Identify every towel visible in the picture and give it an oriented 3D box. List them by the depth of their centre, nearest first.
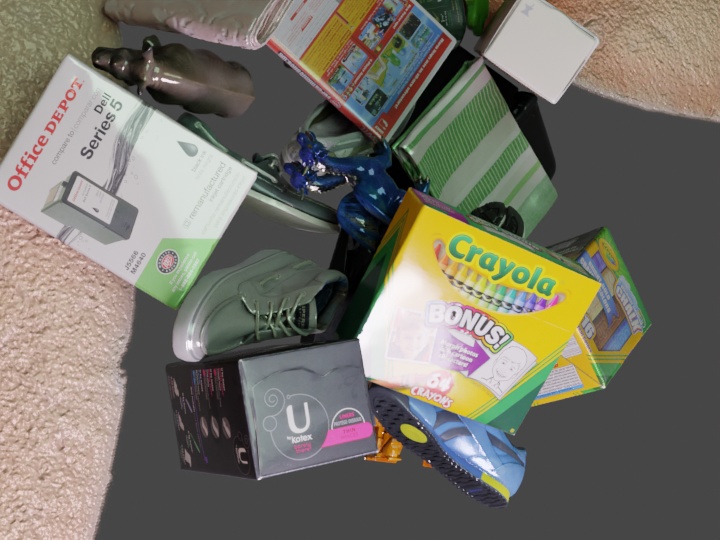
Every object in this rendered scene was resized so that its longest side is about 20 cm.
[{"bbox_3d":[-0.122,-0.293,1.172,0.192,0.199,0.032,-57,141,-22],"label":"towel"},{"bbox_3d":[0.125,-0.101,1.285,0.153,0.023,0.201,-50,124,-23],"label":"towel"}]

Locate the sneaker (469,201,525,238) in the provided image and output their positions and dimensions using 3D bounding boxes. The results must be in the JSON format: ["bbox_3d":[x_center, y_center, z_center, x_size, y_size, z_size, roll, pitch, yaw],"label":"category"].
[{"bbox_3d":[0.081,0.012,1.238,0.199,0.079,0.074,-32,71,1],"label":"sneaker"}]

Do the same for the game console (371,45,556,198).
[{"bbox_3d":[0.103,-0.118,1.360,0.200,0.116,0.177,-49,137,-22],"label":"game console"}]

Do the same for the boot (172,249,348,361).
[{"bbox_3d":[-0.085,0.034,1.143,0.200,0.095,0.074,-41,137,-55],"label":"boot"}]

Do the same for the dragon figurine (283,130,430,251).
[{"bbox_3d":[0.016,-0.061,1.177,0.200,0.059,0.099,46,50,-2],"label":"dragon figurine"}]

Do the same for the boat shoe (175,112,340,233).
[{"bbox_3d":[-0.101,-0.093,1.220,0.199,0.073,0.062,23,79,-19],"label":"boat shoe"}]

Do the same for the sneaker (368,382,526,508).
[{"bbox_3d":[0.089,0.154,1.237,0.200,0.066,0.079,40,62,-21],"label":"sneaker"}]

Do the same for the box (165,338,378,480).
[{"bbox_3d":[-0.086,0.125,1.133,0.121,0.200,0.107,-9,88,-27],"label":"box"}]

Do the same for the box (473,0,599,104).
[{"bbox_3d":[0.179,-0.236,1.295,0.095,0.200,0.078,34,101,-3],"label":"box"}]

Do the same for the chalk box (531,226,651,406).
[{"bbox_3d":[0.221,0.043,1.329,0.200,0.124,0.125,-36,102,-50],"label":"chalk box"}]

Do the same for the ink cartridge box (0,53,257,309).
[{"bbox_3d":[-0.216,-0.079,1.117,0.199,0.084,0.146,31,87,-12],"label":"ink cartridge box"}]

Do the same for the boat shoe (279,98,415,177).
[{"bbox_3d":[-0.003,-0.159,1.259,0.074,0.065,0.202,44,51,10],"label":"boat shoe"}]

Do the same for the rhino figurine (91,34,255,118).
[{"bbox_3d":[-0.173,-0.181,1.142,0.199,0.087,0.060,3,110,-58],"label":"rhino figurine"}]

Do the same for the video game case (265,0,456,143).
[{"bbox_3d":[-0.013,-0.240,1.214,0.200,0.017,0.144,40,69,-15],"label":"video game case"}]

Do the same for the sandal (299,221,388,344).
[{"bbox_3d":[0.000,0.001,1.256,0.202,0.048,0.075,-69,157,-5],"label":"sandal"}]

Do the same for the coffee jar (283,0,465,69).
[{"bbox_3d":[0.005,-0.267,1.284,0.198,0.085,0.105,-11,88,-27],"label":"coffee jar"}]

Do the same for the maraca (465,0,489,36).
[{"bbox_3d":[0.130,-0.360,1.344,0.106,0.137,0.202,4,90,17],"label":"maraca"}]

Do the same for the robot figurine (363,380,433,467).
[{"bbox_3d":[0.064,0.102,1.293,0.144,0.058,0.202,10,81,-27],"label":"robot figurine"}]

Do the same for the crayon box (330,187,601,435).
[{"bbox_3d":[0.097,0.042,1.163,0.199,0.058,0.174,22,107,-21],"label":"crayon box"}]
